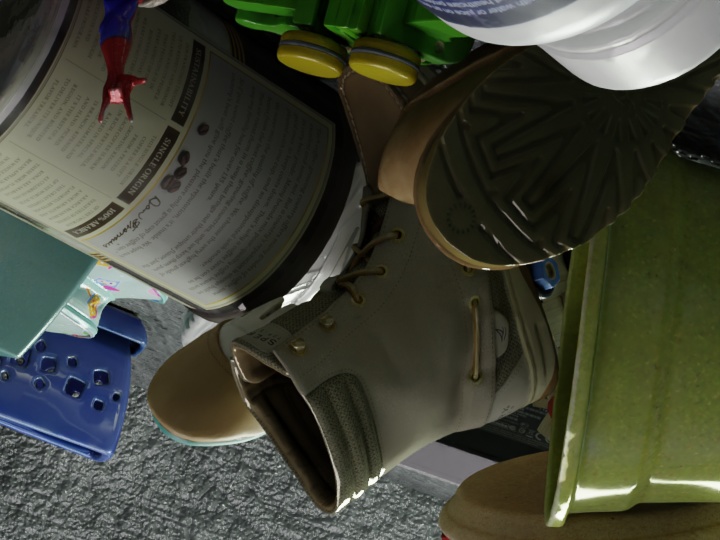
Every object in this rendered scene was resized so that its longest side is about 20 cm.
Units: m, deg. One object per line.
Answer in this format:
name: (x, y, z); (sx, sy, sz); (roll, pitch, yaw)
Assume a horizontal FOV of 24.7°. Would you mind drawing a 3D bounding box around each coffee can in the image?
coffee can: (-0.120, -0.078, 0.855); (0.199, 0.148, 0.146); (30, 164, -38)

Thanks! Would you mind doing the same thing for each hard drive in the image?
hard drive: (0.110, 0.078, 1.114); (0.138, 0.200, 0.033); (17, 126, 14)

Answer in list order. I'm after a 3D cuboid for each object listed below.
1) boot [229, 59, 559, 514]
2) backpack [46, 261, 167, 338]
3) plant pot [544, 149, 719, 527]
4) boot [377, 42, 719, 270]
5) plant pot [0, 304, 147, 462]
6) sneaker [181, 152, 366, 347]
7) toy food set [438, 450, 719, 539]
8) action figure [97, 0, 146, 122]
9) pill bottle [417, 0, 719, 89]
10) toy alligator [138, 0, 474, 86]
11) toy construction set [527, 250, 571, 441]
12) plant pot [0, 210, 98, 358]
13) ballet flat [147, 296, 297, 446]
boot: (0.000, 0.000, 0.804); (0.072, 0.154, 0.202); (-16, 99, 60)
backpack: (-0.222, -0.040, 1.191); (0.198, 0.155, 0.176); (3, 155, 36)
plant pot: (0.192, 0.035, 0.798); (0.182, 0.203, 0.201); (7, 167, 5)
boot: (0.055, -0.051, 0.656); (0.066, 0.175, 0.200); (55, 158, -8)
plant pot: (-0.379, 0.124, 2.079); (0.198, 0.182, 0.200); (22, 169, -8)
sneaker: (-0.023, 0.001, 0.955); (0.099, 0.078, 0.200); (40, 120, -19)
toy food set: (0.142, 0.136, 0.902); (0.199, 0.049, 0.197); (-1, -173, 40)
action figure: (-0.160, -0.116, 0.702); (0.197, 0.100, 0.066); (-4, 138, 5)
pill bottle: (0.033, -0.132, 0.449); (0.110, 0.112, 0.199); (8, 163, 44)
toy alligator: (-0.015, -0.115, 0.727); (0.198, 0.060, 0.054); (12, 173, 36)
toy construction set: (0.132, 0.047, 0.992); (0.091, 0.132, 0.200); (-19, 180, 23)
plant pot: (-0.220, -0.060, 0.969); (0.141, 0.202, 0.141); (29, 166, -36)
ballet flat: (-0.030, 0.036, 0.861); (0.069, 0.063, 0.199); (43, -146, 23)
